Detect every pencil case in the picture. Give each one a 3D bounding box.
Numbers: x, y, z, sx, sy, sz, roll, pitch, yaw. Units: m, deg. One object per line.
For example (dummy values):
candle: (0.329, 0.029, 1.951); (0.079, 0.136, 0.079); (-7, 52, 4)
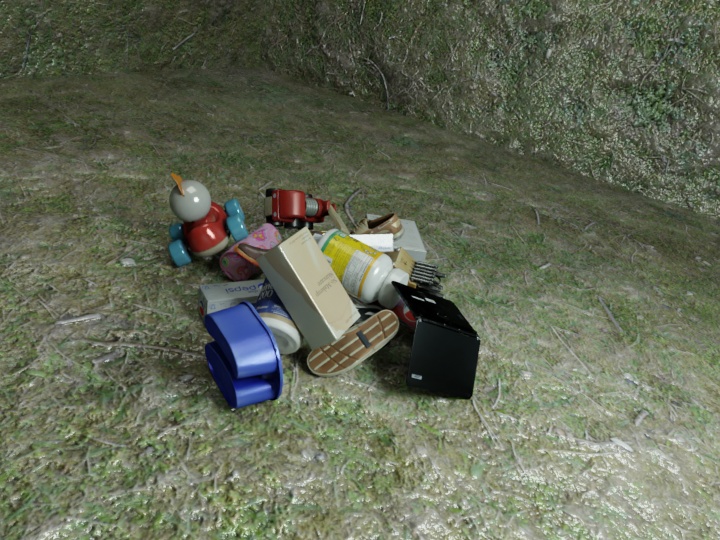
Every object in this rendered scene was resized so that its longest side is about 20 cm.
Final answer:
pencil case: (-0.263, -0.045, 1.404); (0.086, 0.089, 0.200); (16, 27, 9)

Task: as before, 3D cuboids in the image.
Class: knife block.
knife block: (0.112, 0.029, 1.432); (0.198, 0.176, 0.065); (-18, 37, 43)

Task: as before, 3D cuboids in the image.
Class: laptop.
laptop: (0.142, 0.136, 1.142); (0.175, 0.104, 0.201); (19, 23, -33)

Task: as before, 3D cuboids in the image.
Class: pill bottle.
pill bottle: (0.000, 0.000, 1.238); (0.198, 0.115, 0.112); (28, 31, 19)
pill bottle: (-0.148, 0.054, 1.152); (0.109, 0.112, 0.203); (13, 54, 2)

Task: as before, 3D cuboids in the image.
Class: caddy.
caddy: (-0.199, 0.145, 1.008); (0.103, 0.144, 0.200); (-11, 36, -32)

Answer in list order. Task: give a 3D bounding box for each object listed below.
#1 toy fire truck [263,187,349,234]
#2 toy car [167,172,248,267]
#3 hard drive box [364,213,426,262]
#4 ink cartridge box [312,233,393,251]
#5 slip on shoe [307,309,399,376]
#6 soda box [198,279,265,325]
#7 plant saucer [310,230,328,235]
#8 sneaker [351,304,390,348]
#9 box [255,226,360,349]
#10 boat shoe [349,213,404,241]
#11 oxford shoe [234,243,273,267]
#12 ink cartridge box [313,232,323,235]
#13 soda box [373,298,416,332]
toy fire truck: (-0.130, -0.149, 1.486); (0.197, 0.132, 0.174); (-4, -4, 40)
toy car: (-0.389, -0.149, 1.349); (0.181, 0.203, 0.178); (-23, 33, -3)
hard drive box: (0.089, -0.076, 1.608); (0.152, 0.078, 0.201); (8, 27, -8)
ink cartridge box: (-0.027, -0.064, 1.378); (0.196, 0.045, 0.094); (-2, 3, -15)
slip on shoe: (-0.012, 0.146, 1.129); (0.198, 0.061, 0.077); (-33, 75, -11)
soda box: (-0.241, 0.065, 1.222); (0.197, 0.065, 0.068); (-6, 30, -31)
plant saucer: (-0.081, -0.046, 1.527); (0.196, 0.036, 0.201); (10, 29, -5)
sneaker: (-0.017, 0.120, 1.200); (0.196, 0.074, 0.112); (0, 28, -25)
box: (-0.096, 0.034, 1.072); (0.077, 0.202, 0.095); (-25, 12, 41)
boat shoe: (0.014, -0.101, 1.483); (0.196, 0.073, 0.076); (-16, 30, 10)
oxford shoe: (-0.184, -0.032, 1.294); (0.197, 0.074, 0.071); (19, 5, -14)
ink cartridge box: (-0.102, -0.010, 1.396); (0.093, 0.038, 0.202); (16, 46, 6)
soda box: (0.098, 0.080, 1.282); (0.199, 0.070, 0.063); (35, -7, 23)
